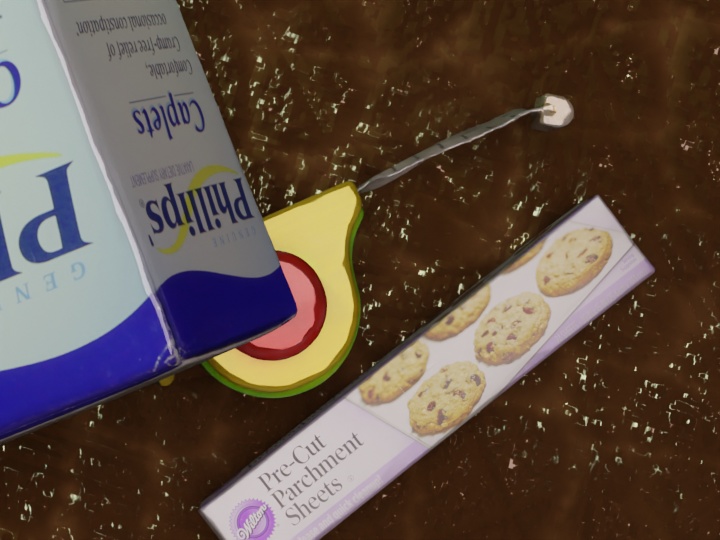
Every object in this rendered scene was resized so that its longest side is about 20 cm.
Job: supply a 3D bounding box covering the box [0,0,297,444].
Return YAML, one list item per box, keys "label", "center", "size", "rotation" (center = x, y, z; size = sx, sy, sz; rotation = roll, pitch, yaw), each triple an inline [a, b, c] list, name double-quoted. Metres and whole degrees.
- label: "box"
  center: [-0.152, -0.036, 0.857]
  size: [0.184, 0.105, 0.200]
  rotation: [-22, 91, 21]

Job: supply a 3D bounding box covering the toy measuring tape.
- label: "toy measuring tape"
  center: [0.000, 0.000, 0.922]
  size: [0.200, 0.074, 0.074]
  rotation: [-24, 91, -6]

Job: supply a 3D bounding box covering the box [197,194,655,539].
- label: "box"
  center: [0.026, 0.046, 0.936]
  size: [0.200, 0.039, 0.041]
  rotation: [-37, 91, -6]
